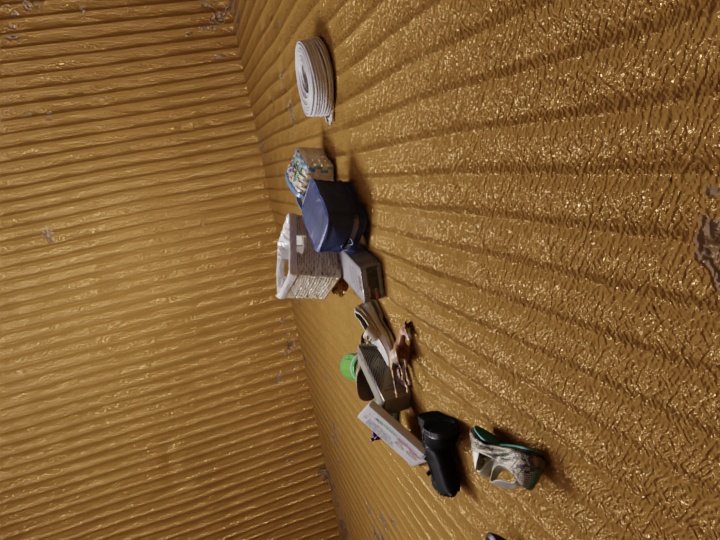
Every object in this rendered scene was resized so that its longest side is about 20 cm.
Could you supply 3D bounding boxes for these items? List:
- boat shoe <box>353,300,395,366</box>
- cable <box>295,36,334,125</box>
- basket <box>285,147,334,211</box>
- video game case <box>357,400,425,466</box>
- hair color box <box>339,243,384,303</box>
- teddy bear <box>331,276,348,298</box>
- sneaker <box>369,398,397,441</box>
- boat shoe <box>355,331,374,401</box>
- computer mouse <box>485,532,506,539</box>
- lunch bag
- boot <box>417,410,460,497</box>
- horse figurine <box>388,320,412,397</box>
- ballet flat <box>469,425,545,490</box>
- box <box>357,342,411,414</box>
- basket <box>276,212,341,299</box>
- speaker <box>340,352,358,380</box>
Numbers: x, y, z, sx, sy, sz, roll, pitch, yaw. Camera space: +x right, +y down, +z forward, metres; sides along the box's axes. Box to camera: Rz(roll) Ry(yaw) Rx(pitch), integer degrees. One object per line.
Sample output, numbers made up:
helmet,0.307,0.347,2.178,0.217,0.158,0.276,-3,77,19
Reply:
boat shoe,0.040,0.171,1.507,0.075,0.067,0.201,94,157,-50
cable,-0.126,-0.515,1.524,0.201,0.068,0.202,101,152,-58
basket,-0.156,-0.260,1.721,0.177,0.137,0.202,-122,33,-48
video game case,0.085,0.421,1.458,0.199,0.024,0.182,40,156,8
hair color box,0.000,0.000,1.526,0.200,0.060,0.100,-133,33,-64
teddy bear,-0.069,-0.014,1.790,0.201,0.066,0.147,-113,26,-54
sneaker,0.058,0.400,1.606,0.074,0.086,0.203,-135,34,-63
boat shoe,0.025,0.272,1.640,0.063,0.072,0.203,-179,94,-89
computer mouse,0.272,0.561,1.051,0.140,0.045,0.203,175,77,-80
lunch bag,-0.061,-0.140,1.499,0.137,0.131,0.202,-63,39,44
boot,0.174,0.393,1.199,0.198,0.072,0.165,148,110,-82
horse figurine,0.098,0.222,1.362,0.201,0.049,0.134,91,173,-60
ballet flat,0.224,0.308,0.924,0.076,0.067,0.200,-68,14,-9
box,0.060,0.279,1.508,0.201,0.081,0.069,-121,23,-45
basket,-0.157,-0.036,1.689,0.200,0.159,0.201,125,145,-61
speaker,-0.009,0.301,1.777,0.200,0.087,0.090,150,106,-75
